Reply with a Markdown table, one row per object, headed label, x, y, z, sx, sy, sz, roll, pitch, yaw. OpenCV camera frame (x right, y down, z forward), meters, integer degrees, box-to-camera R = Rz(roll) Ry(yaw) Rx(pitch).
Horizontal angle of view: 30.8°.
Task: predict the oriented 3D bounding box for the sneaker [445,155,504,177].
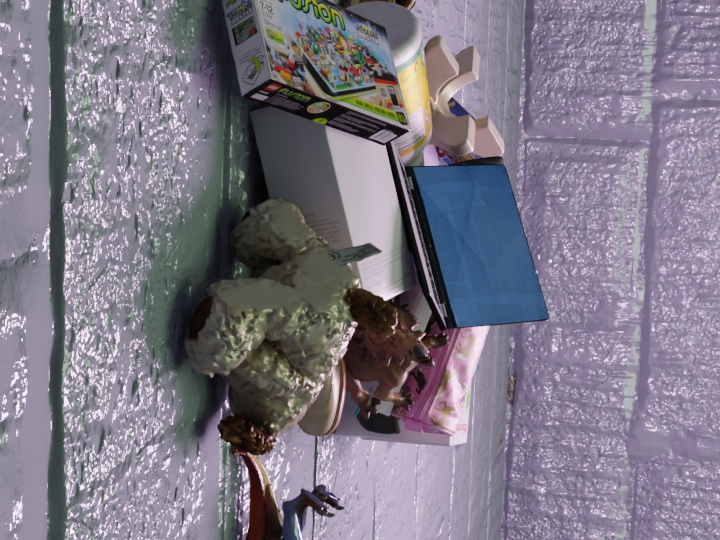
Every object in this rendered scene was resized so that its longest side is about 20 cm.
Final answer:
| label | x | y | z | sx | sy | sz | roll | pitch | yaw |
| --- | --- | --- | --- | --- | --- | --- | --- | --- | --- |
| sneaker | 0.109 | -0.059 | 1.531 | 0.075 | 0.200 | 0.116 | -12 | 84 | -35 |

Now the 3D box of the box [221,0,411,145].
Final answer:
| label | x | y | z | sx | sy | sz | roll | pitch | yaw |
| --- | --- | --- | --- | --- | --- | --- | --- | --- | --- |
| box | -0.036 | -0.182 | 1.128 | 0.199 | 0.035 | 0.111 | 11 | 61 | -53 |

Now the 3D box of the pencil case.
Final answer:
| label | x | y | z | sx | sy | sz | roll | pitch | yaw |
| --- | --- | --- | --- | --- | --- | --- | --- | --- | --- |
| pencil case | 0.099 | 0.084 | 1.443 | 0.086 | 0.083 | 0.201 | 22 | 87 | -36 |

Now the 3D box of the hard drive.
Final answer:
| label | x | y | z | sx | sy | sz | roll | pitch | yaw |
| --- | --- | --- | --- | --- | --- | --- | --- | --- | --- |
| hard drive | 0.041 | 0.051 | 1.468 | 0.201 | 0.027 | 0.132 | -68 | -160 | 1 |

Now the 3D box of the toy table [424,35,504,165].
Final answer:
| label | x | y | z | sx | sy | sz | roll | pitch | yaw |
| --- | --- | --- | --- | --- | --- | --- | --- | --- | --- |
| toy table | 0.090 | -0.195 | 1.608 | 0.200 | 0.116 | 0.185 | 45 | 37 | -47 |

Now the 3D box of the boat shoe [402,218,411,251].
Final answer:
| label | x | y | z | sx | sy | sz | roll | pitch | yaw |
| --- | --- | --- | --- | --- | --- | --- | --- | --- | --- |
| boat shoe | 0.007 | -0.067 | 1.382 | 0.201 | 0.065 | 0.072 | -111 | -150 | -56 |

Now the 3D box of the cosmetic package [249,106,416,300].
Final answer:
| label | x | y | z | sx | sy | sz | roll | pitch | yaw |
| --- | --- | --- | --- | --- | --- | --- | --- | --- | --- |
| cosmetic package | -0.023 | -0.065 | 1.215 | 0.113 | 0.081 | 0.202 | -21 | 99 | -60 |

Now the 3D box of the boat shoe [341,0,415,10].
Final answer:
| label | x | y | z | sx | sy | sz | roll | pitch | yaw |
| --- | --- | --- | --- | --- | --- | --- | --- | --- | --- |
| boat shoe | 0.032 | -0.325 | 1.548 | 0.201 | 0.073 | 0.076 | -72 | 161 | -47 |

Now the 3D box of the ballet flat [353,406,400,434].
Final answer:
| label | x | y | z | sx | sy | sz | roll | pitch | yaw |
| --- | --- | --- | --- | --- | --- | --- | --- | --- | --- |
| ballet flat | 0.062 | 0.101 | 1.518 | 0.201 | 0.068 | 0.068 | -65 | 176 | 10 |

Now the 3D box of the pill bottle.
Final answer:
| label | x | y | z | sx | sy | sz | roll | pitch | yaw |
| --- | --- | --- | --- | --- | --- | --- | --- | --- | --- |
| pill bottle | 0.022 | -0.187 | 1.457 | 0.201 | 0.112 | 0.113 | 80 | 19 | -44 |

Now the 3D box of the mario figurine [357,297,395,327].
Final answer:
| label | x | y | z | sx | sy | sz | roll | pitch | yaw |
| --- | --- | --- | --- | --- | --- | --- | --- | --- | --- |
| mario figurine | 0.000 | 0.000 | 1.427 | 0.123 | 0.105 | 0.201 | 130 | -14 | -85 |

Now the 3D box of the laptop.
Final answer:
| label | x | y | z | sx | sy | sz | roll | pitch | yaw |
| --- | --- | --- | --- | --- | --- | --- | --- | --- | --- |
| laptop | 0.109 | -0.047 | 1.335 | 0.200 | 0.115 | 0.189 | 59 | 16 | -69 |

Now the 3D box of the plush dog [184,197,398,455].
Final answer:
| label | x | y | z | sx | sy | sz | roll | pitch | yaw |
| --- | --- | --- | --- | --- | --- | --- | --- | --- | --- |
| plush dog | -0.064 | 0.064 | 1.120 | 0.201 | 0.159 | 0.172 | -72 | -176 | -50 |

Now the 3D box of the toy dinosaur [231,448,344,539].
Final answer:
| label | x | y | z | sx | sy | sz | roll | pitch | yaw |
| --- | --- | --- | --- | --- | --- | --- | --- | --- | --- |
| toy dinosaur | -0.087 | 0.284 | 1.238 | 0.182 | 0.199 | 0.105 | -53 | -176 | 5 |

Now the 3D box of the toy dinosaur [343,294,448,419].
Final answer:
| label | x | y | z | sx | sy | sz | roll | pitch | yaw |
| --- | --- | --- | --- | --- | --- | --- | --- | --- | --- |
| toy dinosaur | 0.001 | 0.081 | 1.322 | 0.135 | 0.199 | 0.086 | 43 | 44 | -46 |

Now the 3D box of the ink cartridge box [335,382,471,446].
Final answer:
| label | x | y | z | sx | sy | sz | roll | pitch | yaw |
| --- | --- | --- | --- | --- | --- | --- | --- | --- | --- |
| ink cartridge box | 0.060 | 0.111 | 1.621 | 0.147 | 0.145 | 0.202 | 24 | 71 | -77 |

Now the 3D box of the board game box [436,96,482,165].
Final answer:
| label | x | y | z | sx | sy | sz | roll | pitch | yaw |
| --- | --- | --- | --- | --- | --- | --- | --- | --- | --- |
| board game box | 0.119 | -0.183 | 1.771 | 0.034 | 0.200 | 0.136 | -35 | 149 | -12 |

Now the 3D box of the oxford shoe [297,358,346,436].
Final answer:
| label | x | y | z | sx | sy | sz | roll | pitch | yaw |
| --- | --- | --- | --- | --- | --- | --- | --- | --- | --- |
| oxford shoe | -0.063 | 0.075 | 1.269 | 0.074 | 0.070 | 0.202 | -42 | 125 | -62 |
